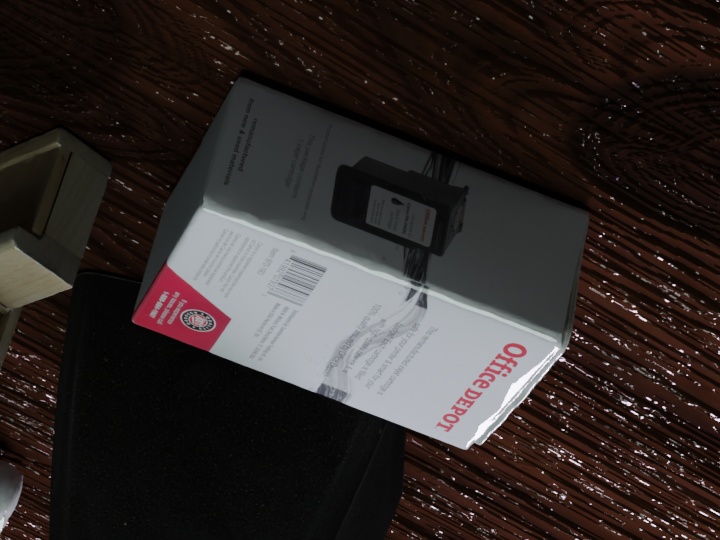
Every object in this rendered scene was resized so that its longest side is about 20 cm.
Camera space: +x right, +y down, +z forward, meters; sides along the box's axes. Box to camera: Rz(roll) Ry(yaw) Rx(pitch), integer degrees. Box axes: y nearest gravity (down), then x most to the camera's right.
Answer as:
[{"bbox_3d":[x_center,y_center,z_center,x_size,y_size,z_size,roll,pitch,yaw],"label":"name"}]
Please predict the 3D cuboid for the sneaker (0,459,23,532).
[{"bbox_3d":[-0.309,0.144,1.922,0.199,0.077,0.081,-8,133,32],"label":"sneaker"}]

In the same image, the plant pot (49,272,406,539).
[{"bbox_3d":[-0.087,0.143,1.711,0.199,0.178,0.200,11,150,5],"label":"plant pot"}]

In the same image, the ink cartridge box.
[{"bbox_3d":[0.000,0.000,1.525,0.199,0.084,0.145,21,149,-10],"label":"ink cartridge box"}]

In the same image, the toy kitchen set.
[{"bbox_3d":[-0.274,-0.007,1.559,0.180,0.164,0.200,36,144,-31],"label":"toy kitchen set"}]
